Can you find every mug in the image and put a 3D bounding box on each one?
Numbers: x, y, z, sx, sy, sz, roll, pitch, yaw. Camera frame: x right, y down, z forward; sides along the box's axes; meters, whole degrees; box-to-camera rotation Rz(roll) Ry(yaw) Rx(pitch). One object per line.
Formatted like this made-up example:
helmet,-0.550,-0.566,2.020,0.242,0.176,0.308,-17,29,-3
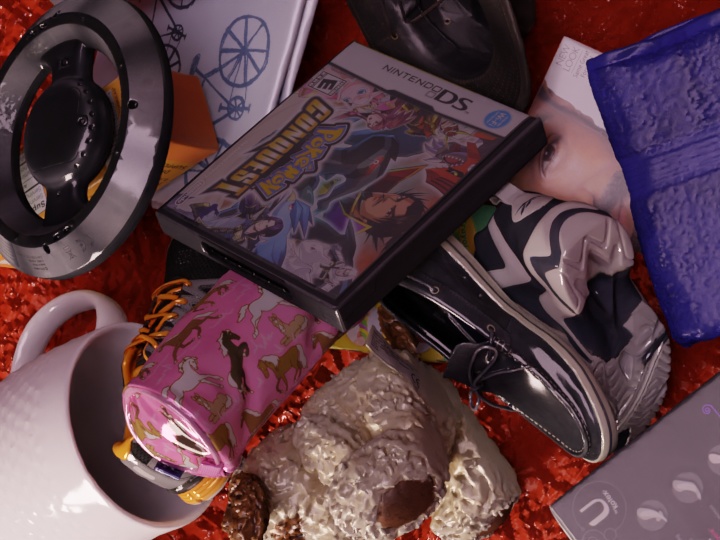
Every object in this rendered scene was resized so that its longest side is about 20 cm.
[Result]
mug,-0.208,0.109,1.519,0.175,0.147,0.201,-24,57,38

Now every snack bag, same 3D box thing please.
snack bag,-0.127,-0.134,1.537,0.199,0.021,0.190,18,95,39

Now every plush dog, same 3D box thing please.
plush dog,-0.014,0.128,1.427,0.171,0.200,0.161,-32,70,19

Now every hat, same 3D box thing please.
hat,0.068,-0.192,1.456,0.081,0.201,0.201,-32,73,-30

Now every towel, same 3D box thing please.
towel,0.239,-0.065,1.353,0.147,0.049,0.201,-19,82,23

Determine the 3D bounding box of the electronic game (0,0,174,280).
electronic game,-0.199,-0.093,1.464,0.199,0.041,0.201,-13,71,41

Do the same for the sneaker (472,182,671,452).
sneaker,0.130,0.023,1.417,0.079,0.200,0.129,-38,41,-14

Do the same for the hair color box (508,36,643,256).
hair color box,0.205,-0.063,1.419,0.199,0.064,0.111,28,97,19

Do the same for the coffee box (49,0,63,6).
coffee box,-0.160,-0.326,1.459,0.196,0.200,0.201,-7,64,18

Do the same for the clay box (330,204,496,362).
clay box,0.000,0.000,1.496,0.199,0.048,0.116,8,88,19

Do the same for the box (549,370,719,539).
box,0.230,0.131,1.353,0.200,0.122,0.106,-38,78,2

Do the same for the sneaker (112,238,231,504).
sneaker,-0.123,0.054,1.447,0.078,0.077,0.201,-28,52,43

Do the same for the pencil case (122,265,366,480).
pencil case,-0.069,0.048,1.394,0.082,0.200,0.087,11,136,35

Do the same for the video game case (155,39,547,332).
video game case,-0.007,-0.062,1.408,0.180,0.026,0.200,27,59,39

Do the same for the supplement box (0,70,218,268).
supplement box,-0.197,-0.071,1.529,0.199,0.066,0.069,-29,68,33

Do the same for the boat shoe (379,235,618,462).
boat shoe,0.084,0.054,1.371,0.062,0.075,0.200,-37,75,-28
